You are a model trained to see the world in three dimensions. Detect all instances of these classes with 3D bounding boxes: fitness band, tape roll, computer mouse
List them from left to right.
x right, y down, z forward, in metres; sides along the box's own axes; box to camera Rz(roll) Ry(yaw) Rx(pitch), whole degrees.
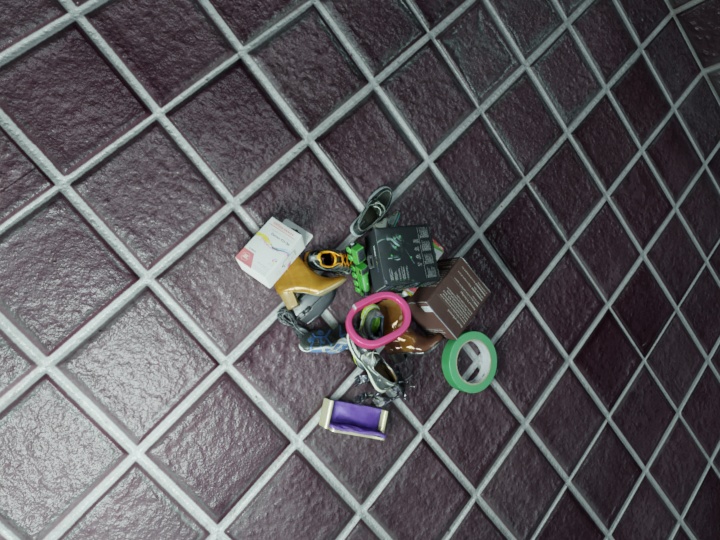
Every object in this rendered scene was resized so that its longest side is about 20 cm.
[{"bbox_3d":[-0.135,0.100,1.630,0.138,0.053,0.201,43,70,-17],"label":"computer mouse"},{"bbox_3d":[0.053,0.141,1.604,0.198,0.038,0.145,-24,69,-22],"label":"fitness band"},{"bbox_3d":[0.366,0.305,1.870,0.198,0.048,0.204,2,85,-27],"label":"tape roll"}]

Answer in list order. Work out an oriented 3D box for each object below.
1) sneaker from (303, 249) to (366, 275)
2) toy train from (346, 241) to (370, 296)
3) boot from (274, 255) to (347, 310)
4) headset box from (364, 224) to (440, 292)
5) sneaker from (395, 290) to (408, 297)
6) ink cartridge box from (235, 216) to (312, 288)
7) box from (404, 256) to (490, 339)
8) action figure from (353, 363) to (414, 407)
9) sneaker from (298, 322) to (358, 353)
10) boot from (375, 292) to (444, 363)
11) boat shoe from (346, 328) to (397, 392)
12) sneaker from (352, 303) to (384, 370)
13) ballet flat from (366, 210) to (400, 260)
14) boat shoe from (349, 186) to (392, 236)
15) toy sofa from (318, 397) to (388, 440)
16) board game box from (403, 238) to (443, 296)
[{"bbox_3d":[-0.066,-0.027,1.661,0.197,0.077,0.080,-2,85,-28],"label":"sneaker"},{"bbox_3d":[0.000,0.000,1.652,0.042,0.056,0.202,-36,137,-24],"label":"toy train"},{"bbox_3d":[-0.151,0.009,1.584,0.199,0.071,0.146,-24,81,-3],"label":"boot"},{"bbox_3d":[0.116,-0.035,1.651,0.197,0.093,0.177,-7,78,-22],"label":"headset box"},{"bbox_3d":[0.168,-0.007,1.774,0.079,0.074,0.201,48,68,-21],"label":"sneaker"},{"bbox_3d":[-0.236,-0.066,1.553,0.116,0.068,0.201,31,68,20],"label":"ink cartridge box"},{"bbox_3d":[0.267,0.087,1.769,0.164,0.165,0.200,47,69,-17],"label":"box"},{"bbox_3d":[0.066,0.347,1.686,0.198,0.102,0.121,4,71,-38],"label":"action figure"},{"bbox_3d":[-0.091,0.212,1.615,0.198,0.076,0.078,-6,130,-37],"label":"sneaker"},{"bbox_3d":[0.145,0.165,1.731,0.186,0.068,0.203,-19,95,15],"label":"boot"},{"bbox_3d":[0.035,0.249,1.600,0.072,0.067,0.201,-32,89,-40],"label":"boat shoe"},{"bbox_3d":[0.026,0.205,1.674,0.073,0.081,0.203,6,100,-20],"label":"sneaker"},{"bbox_3d":[0.065,-0.107,1.739,0.071,0.072,0.203,26,74,-22],"label":"ballet flat"},{"bbox_3d":[0.047,-0.183,1.730,0.072,0.071,0.201,41,70,-18],"label":"boat shoe"},{"bbox_3d":[-0.015,0.436,1.643,0.198,0.097,0.084,17,80,-24],"label":"toy sofa"},{"bbox_3d":[0.178,-0.027,1.740,0.095,0.030,0.201,39,67,-3],"label":"board game box"}]
